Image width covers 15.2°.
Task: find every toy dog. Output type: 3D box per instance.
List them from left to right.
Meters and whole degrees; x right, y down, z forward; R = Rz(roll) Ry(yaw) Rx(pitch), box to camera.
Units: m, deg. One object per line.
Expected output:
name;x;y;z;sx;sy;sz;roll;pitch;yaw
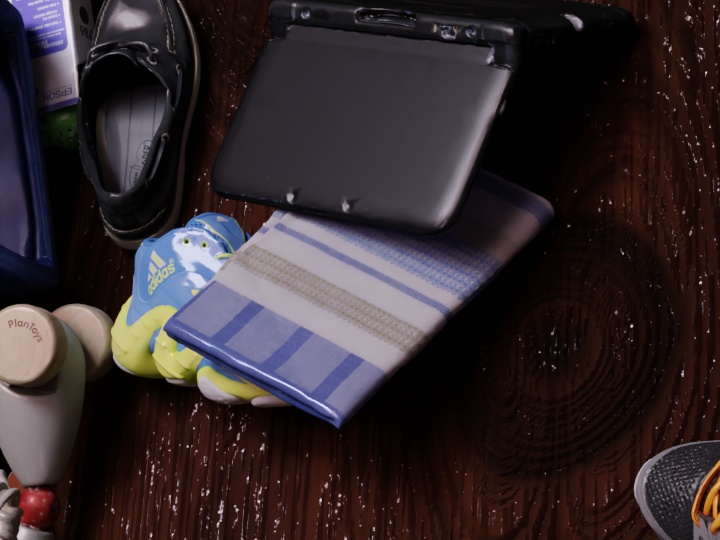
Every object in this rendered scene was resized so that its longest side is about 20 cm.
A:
toy dog;-0.221;0.103;1.644;0.096;0.132;0.200;9;68;22

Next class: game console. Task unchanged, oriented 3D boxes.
game console;0.036;-0.100;1.598;0.200;0.176;0.117;12;107;42

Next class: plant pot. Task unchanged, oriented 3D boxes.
plant pot;-0.313;-0.079;1.719;0.180;0.200;0.200;-11;80;10

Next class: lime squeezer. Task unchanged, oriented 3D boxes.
lime squeezer;-0.205;-0.116;1.842;0.200;0.038;0.071;5;66;42

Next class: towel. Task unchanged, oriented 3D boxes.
towel;0.000;0.000;1.547;0.147;0.024;0.200;25;56;34

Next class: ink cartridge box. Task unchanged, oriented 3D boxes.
ink cartridge box;-0.237;-0.193;1.848;0.099;0.039;0.200;-13;75;21

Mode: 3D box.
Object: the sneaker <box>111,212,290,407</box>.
sneaker;-0.077;0.021;1.598;0.200;0.076;0.105;8;98;43

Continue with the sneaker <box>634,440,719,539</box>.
sneaker;0.210;0.122;1.323;0.200;0.077;0.078;16;75;45

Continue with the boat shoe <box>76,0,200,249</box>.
boat shoe;-0.151;-0.116;1.756;0.074;0.066;0.200;-3;66;16
